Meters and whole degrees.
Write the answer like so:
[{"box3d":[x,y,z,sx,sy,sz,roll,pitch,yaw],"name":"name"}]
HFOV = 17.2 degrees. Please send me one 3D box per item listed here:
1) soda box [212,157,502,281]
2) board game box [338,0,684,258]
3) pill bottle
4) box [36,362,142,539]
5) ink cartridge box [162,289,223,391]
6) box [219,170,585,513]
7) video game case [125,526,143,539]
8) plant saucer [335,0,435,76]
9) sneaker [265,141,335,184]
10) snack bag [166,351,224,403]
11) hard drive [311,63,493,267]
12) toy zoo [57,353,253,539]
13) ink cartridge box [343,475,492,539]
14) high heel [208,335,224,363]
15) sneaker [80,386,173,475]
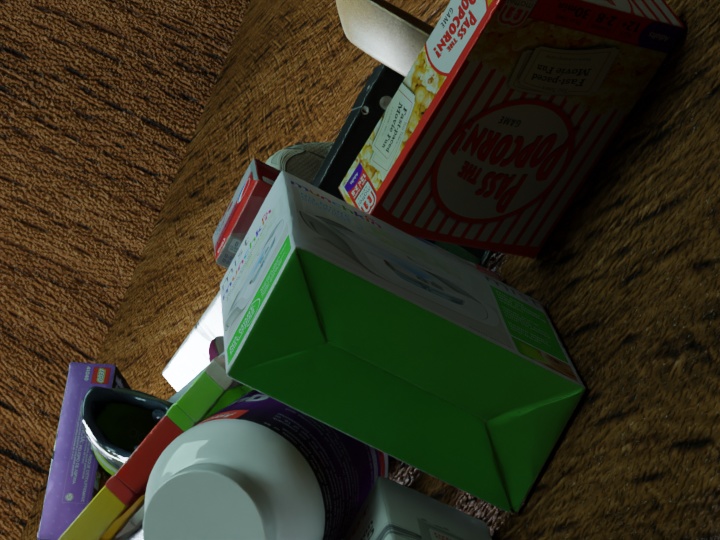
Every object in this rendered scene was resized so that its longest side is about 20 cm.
[{"box3d":[0.000,0.000,1.644,0.070,0.199,0.063,-62,12,12],"name":"soda box"},{"box3d":[0.098,-0.106,1.556,0.200,0.151,0.046,-59,41,28],"name":"board game box"},{"box3d":[-0.060,0.135,1.450,0.113,0.112,0.200,-61,-10,16],"name":"pill bottle"},{"box3d":[-0.185,0.170,1.785,0.200,0.039,0.137,68,-152,-63],"name":"box"},{"box3d":[-0.051,0.029,1.876,0.145,0.084,0.200,-36,-10,-41],"name":"ink cartridge box"},{"box3d":[0.020,0.043,1.475,0.097,0.199,0.177,-61,11,13],"name":"box"},{"box3d":[-0.115,0.237,1.543,0.019,0.143,0.200,-33,-4,-22],"name":"video game case"},{"box3d":[0.060,-0.143,1.672,0.036,0.200,0.200,-60,12,7],"name":"plant saucer"},{"box3d":[0.017,-0.073,1.772,0.082,0.199,0.078,-40,61,51],"name":"sneaker"},{"box3d":[-0.074,0.155,1.696,0.021,0.201,0.188,-14,-20,-45],"name":"snack bag"},{"box3d":[0.025,-0.029,1.712,0.201,0.139,0.038,-63,12,-10],"name":"hard drive"},{"box3d":[-0.132,0.128,1.530,0.200,0.020,0.131,-49,-7,12],"name":"toy zoo"},{"box3d":[0.019,0.229,1.374,0.147,0.083,0.200,-62,11,13],"name":"ink cartridge box"},{"box3d":[-0.071,0.146,1.742,0.096,0.067,0.200,-49,62,32],"name":"high heel"},{"box3d":[-0.113,0.134,1.628,0.074,0.199,0.081,-66,-24,-13],"name":"sneaker"}]
